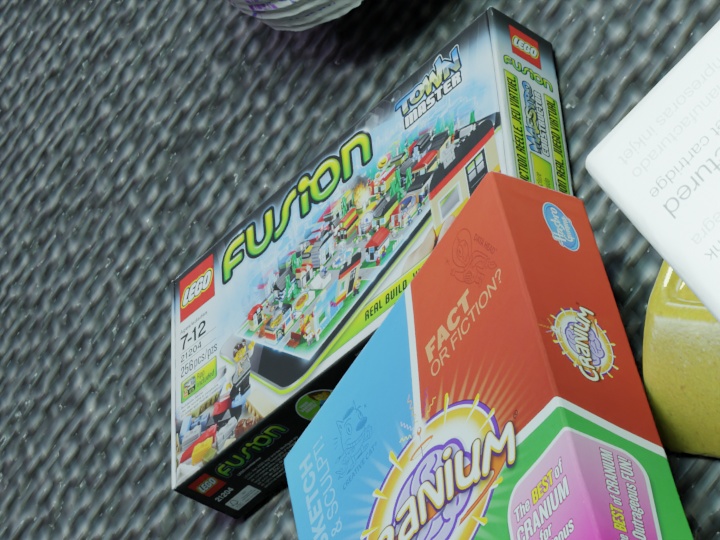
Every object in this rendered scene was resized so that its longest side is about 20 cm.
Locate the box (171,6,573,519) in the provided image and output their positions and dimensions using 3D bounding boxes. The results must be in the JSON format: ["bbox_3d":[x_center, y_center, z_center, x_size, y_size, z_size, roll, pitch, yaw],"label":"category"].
[{"bbox_3d":[0.000,0.000,1.029,0.200,0.035,0.110,-40,38,33],"label":"box"}]

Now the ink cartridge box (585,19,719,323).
[{"bbox_3d":[0.174,-0.004,0.667,0.147,0.083,0.200,-45,50,9],"label":"ink cartridge box"}]

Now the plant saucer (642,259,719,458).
[{"bbox_3d":[0.169,-0.037,0.799,0.200,0.048,0.201,6,72,56],"label":"plant saucer"}]

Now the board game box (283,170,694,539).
[{"bbox_3d":[0.039,0.089,0.875,0.153,0.040,0.200,-56,30,31],"label":"board game box"}]

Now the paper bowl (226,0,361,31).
[{"bbox_3d":[0.000,-0.195,1.109,0.200,0.104,0.201,-35,40,36],"label":"paper bowl"}]
